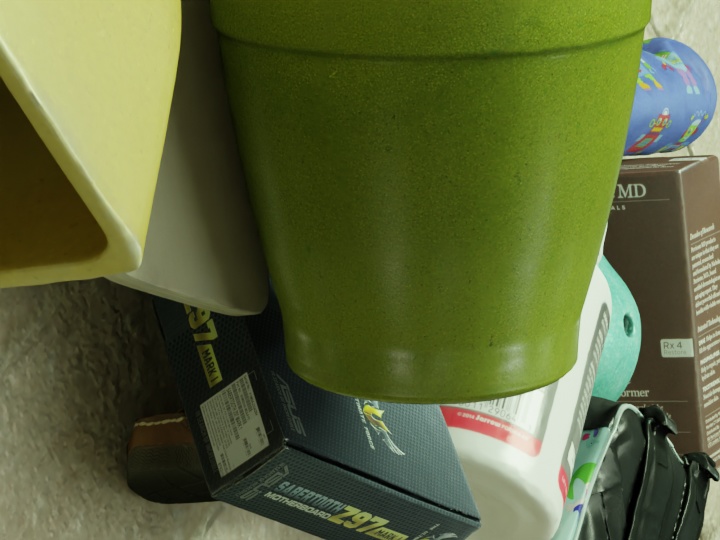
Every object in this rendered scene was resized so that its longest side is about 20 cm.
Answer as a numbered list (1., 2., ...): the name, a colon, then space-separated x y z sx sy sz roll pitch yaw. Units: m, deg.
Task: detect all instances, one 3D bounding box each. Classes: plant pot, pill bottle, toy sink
1. plant pot: -0.176 -0.127 0.977 0.196 0.193 0.201 60 34 -40
2. plant pot: 0.029 -0.051 1.129 0.200 0.199 0.195 -24 118 -59
3. pill bottle: 0.075 0.044 1.427 0.111 0.110 0.201 56 42 -44
4. toy sink: -0.118 -0.081 1.150 0.130 0.111 0.202 18 68 -60

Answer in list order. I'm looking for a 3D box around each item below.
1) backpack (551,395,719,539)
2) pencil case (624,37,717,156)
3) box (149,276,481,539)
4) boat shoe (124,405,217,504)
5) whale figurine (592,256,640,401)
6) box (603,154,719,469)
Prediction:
1. backpack: 0.108 0.183 1.505 0.178 0.150 0.201 45 52 -54
2. pencil case: 0.158 -0.113 1.693 0.087 0.078 0.200 46 23 19
3. box: -0.031 0.033 1.253 0.157 0.051 0.201 28 35 -48
4. boat shoe: -0.058 0.077 1.299 0.200 0.075 0.074 17 68 -68
5. whale figurine: 0.107 0.001 1.563 0.159 0.103 0.202 -34 117 -57
6. box: 0.184 0.030 1.707 0.075 0.099 0.202 -17 103 -60
